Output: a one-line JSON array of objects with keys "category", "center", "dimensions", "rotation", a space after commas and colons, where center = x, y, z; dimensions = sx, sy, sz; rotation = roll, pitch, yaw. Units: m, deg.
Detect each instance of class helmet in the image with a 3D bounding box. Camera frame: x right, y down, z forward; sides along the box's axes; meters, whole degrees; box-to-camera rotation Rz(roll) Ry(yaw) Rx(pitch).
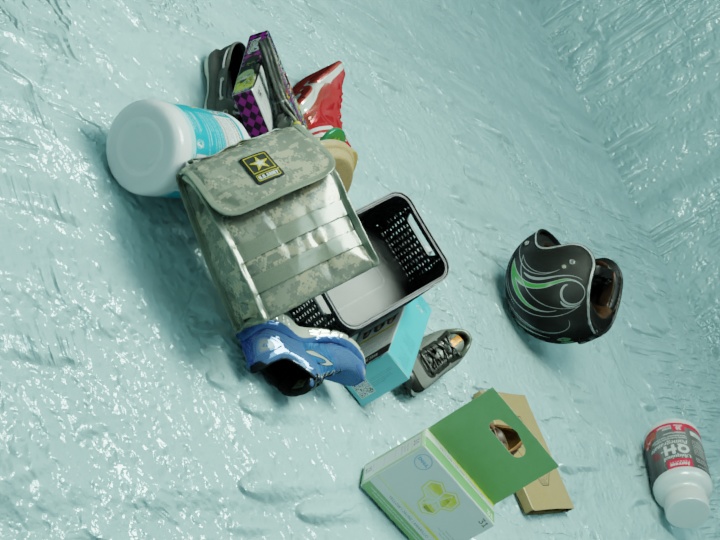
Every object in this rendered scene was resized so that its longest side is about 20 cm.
[{"category": "helmet", "center": [0.350, 0.029, 2.275], "dimensions": [0.200, 0.190, 0.201], "rotation": [-13, 106, -54]}]

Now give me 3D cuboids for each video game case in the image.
[{"category": "video game case", "center": [-0.117, -0.206, 1.784], "dimensions": [0.182, 0.036, 0.201], "rotation": [-84, 157, -54]}]

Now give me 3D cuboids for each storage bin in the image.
[{"category": "storage bin", "center": [0.000, 0.000, 1.668], "dimensions": [0.200, 0.094, 0.136], "rotation": [-28, 86, -36]}]

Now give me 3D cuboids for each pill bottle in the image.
[{"category": "pill bottle", "center": [-0.203, -0.140, 1.533], "dimensions": [0.200, 0.111, 0.111], "rotation": [0, 60, -63]}, {"category": "pill bottle", "center": [0.602, 0.384, 2.414], "dimensions": [0.111, 0.110, 0.200], "rotation": [44, 27, -26]}]

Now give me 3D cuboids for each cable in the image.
[{"category": "cable", "center": [-0.090, -0.211, 1.712], "dimensions": [0.097, 0.050, 0.201], "rotation": [54, 23, -83]}]

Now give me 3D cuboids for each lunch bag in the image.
[{"category": "lunch bag", "center": [-0.099, -0.058, 1.447], "dimensions": [0.163, 0.117, 0.201], "rotation": [-25, 91, -26]}]

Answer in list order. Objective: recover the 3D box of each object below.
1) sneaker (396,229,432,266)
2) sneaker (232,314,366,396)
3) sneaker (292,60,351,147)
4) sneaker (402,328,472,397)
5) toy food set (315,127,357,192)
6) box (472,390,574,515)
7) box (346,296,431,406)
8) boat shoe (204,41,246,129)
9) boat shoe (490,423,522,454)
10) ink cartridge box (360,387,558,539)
[{"category": "sneaker", "center": [0.020, -0.011, 1.789], "dimensions": [0.200, 0.115, 0.075], "rotation": [8, 53, -59]}, {"category": "sneaker", "center": [-0.070, 0.116, 1.537], "dimensions": [0.199, 0.078, 0.090], "rotation": [19, 50, -42]}, {"category": "sneaker", "center": [-0.056, -0.243, 2.002], "dimensions": [0.116, 0.078, 0.200], "rotation": [59, 35, -17]}, {"category": "sneaker", "center": [0.101, 0.121, 1.831], "dimensions": [0.074, 0.079, 0.200], "rotation": [60, 26, 1]}, {"category": "toy food set", "center": [-0.086, -0.097, 1.603], "dimensions": [0.049, 0.200, 0.198], "rotation": [48, 2, 22]}, {"category": "box", "center": [0.256, 0.283, 1.995], "dimensions": [0.163, 0.021, 0.201], "rotation": [14, 48, -57]}, {"category": "box", "center": [0.038, 0.098, 1.735], "dimensions": [0.049, 0.082, 0.200], "rotation": [51, 25, -13]}, {"category": "boat shoe", "center": [-0.176, -0.240, 1.767], "dimensions": [0.067, 0.057, 0.201], "rotation": [33, 34, -43]}, {"category": "boat shoe", "center": [0.173, 0.246, 1.828], "dimensions": [0.200, 0.067, 0.072], "rotation": [8, 53, -59]}, {"category": "ink cartridge box", "center": [0.122, 0.251, 1.564], "dimensions": [0.146, 0.200, 0.048], "rotation": [49, 23, -17]}]
